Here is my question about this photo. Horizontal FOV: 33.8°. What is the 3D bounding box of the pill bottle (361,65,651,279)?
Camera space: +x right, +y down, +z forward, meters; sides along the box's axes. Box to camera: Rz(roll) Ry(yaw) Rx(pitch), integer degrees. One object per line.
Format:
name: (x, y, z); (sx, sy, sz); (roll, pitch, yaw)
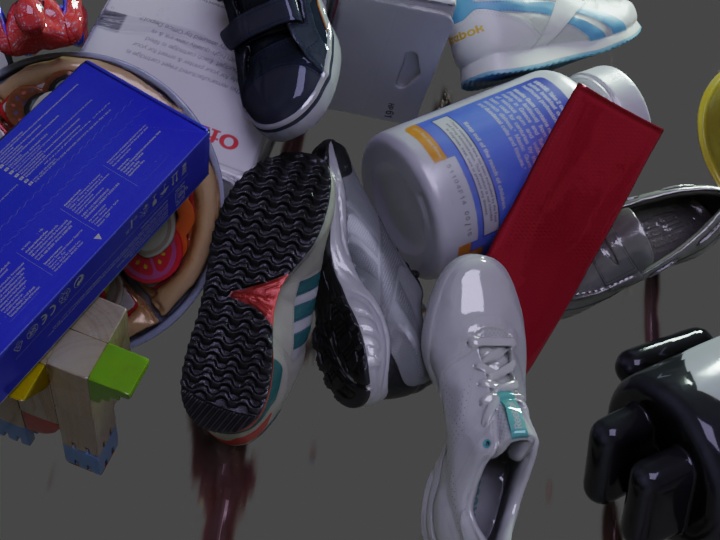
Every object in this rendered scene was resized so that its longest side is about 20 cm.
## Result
pill bottle: (0.111, -0.079, 0.863); (0.199, 0.112, 0.112); (-23, 69, -21)

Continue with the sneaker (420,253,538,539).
sneaker: (0.084, 0.087, 0.751); (0.075, 0.088, 0.201); (4, 82, -16)

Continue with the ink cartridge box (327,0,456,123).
ink cartridge box: (0.022, -0.237, 0.908); (0.084, 0.145, 0.201); (7, 61, -7)

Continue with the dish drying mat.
dish drying mat: (0.129, -0.023, 0.811); (0.076, 0.018, 0.201); (23, 99, -22)

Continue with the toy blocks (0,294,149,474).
toy blocks: (-0.218, 0.053, 0.719); (0.199, 0.137, 0.100); (21, 56, 5)

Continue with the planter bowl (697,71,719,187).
planter bowl: (0.382, -0.118, 0.956); (0.199, 0.084, 0.202); (5, 62, -9)

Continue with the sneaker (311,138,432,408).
sneaker: (0.000, 0.000, 0.830); (0.079, 0.074, 0.201); (-1, 64, -31)

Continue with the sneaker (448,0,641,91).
sneaker: (0.147, -0.198, 0.925); (0.199, 0.076, 0.081); (-19, 94, -41)

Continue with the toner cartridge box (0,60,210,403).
toner cartridge box: (-0.179, -0.027, 0.668); (0.095, 0.043, 0.200); (29, 57, 13)

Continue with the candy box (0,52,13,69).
candy box: (-0.330, -0.178, 0.852); (0.136, 0.061, 0.201); (-16, 67, -17)

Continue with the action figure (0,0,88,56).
action figure: (-0.220, -0.191, 0.793); (0.065, 0.200, 0.100); (-14, 105, -9)

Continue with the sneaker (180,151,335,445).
sneaker: (-0.064, 0.021, 0.783); (0.070, 0.094, 0.201); (11, 69, 7)

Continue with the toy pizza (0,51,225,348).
toy pizza: (-0.188, -0.041, 0.769); (0.199, 0.032, 0.202); (0, 95, 1)

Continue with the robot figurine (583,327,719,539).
robot figurine: (0.246, 0.106, 0.785); (0.199, 0.125, 0.151); (-19, 81, -20)

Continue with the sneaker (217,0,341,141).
sneaker: (-0.062, -0.182, 0.795); (0.078, 0.079, 0.201); (-19, 53, 25)

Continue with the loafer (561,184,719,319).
loafer: (0.184, -0.019, 0.869); (0.199, 0.070, 0.070); (-22, 72, -20)

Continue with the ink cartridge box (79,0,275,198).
ink cartridge box: (-0.121, -0.142, 0.864); (0.145, 0.085, 0.201); (19, 59, -1)
